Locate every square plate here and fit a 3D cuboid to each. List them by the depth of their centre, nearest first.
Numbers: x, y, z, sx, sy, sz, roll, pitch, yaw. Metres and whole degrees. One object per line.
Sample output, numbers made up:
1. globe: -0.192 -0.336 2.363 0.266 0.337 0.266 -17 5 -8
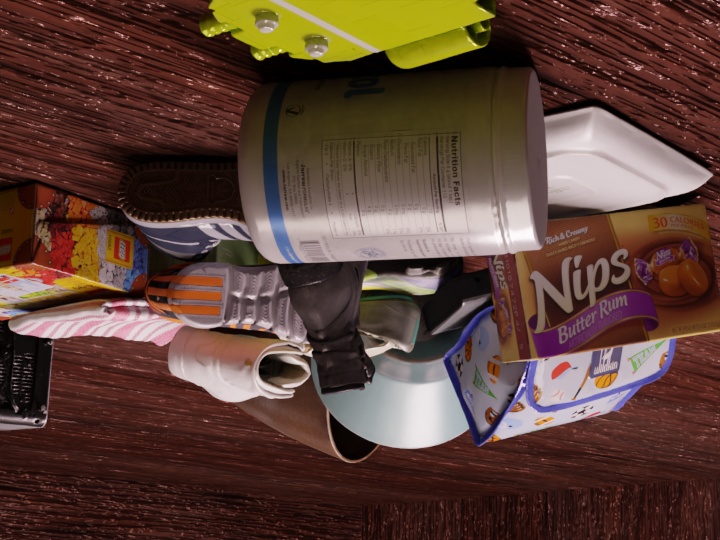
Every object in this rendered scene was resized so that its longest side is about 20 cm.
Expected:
1. square plate: 0.156 -0.077 1.202 0.200 0.028 0.198 -11 162 37

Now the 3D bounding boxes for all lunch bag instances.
1. lunch bag: 0.195 0.074 1.389 0.170 0.124 0.200 -12 154 -24

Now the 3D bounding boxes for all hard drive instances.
1. hard drive: 0.172 0.013 1.433 0.200 0.033 0.140 -14 168 -14

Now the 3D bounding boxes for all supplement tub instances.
1. supplement tub: 0.025 -0.073 1.024 0.200 0.132 0.132 -3 165 13

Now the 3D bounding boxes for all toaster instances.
1. toaster: -0.424 0.072 1.517 0.200 0.181 0.119 10 164 -33

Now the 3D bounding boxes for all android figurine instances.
1. android figurine: -0.006 -0.164 0.857 0.200 0.041 0.182 -12 161 36

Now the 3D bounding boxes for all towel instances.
1. towel: -0.224 0.051 1.446 0.146 0.030 0.200 -12 170 41

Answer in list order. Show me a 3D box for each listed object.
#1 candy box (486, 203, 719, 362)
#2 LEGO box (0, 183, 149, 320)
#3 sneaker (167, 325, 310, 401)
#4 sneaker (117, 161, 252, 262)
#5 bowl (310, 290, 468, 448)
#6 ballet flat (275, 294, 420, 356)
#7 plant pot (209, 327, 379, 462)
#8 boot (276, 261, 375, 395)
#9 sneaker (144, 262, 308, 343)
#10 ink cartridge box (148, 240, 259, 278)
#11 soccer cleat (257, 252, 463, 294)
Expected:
1. candy box: 0.212 0.010 1.271 0.200 0.117 0.056 -6 176 -24
2. LEGO box: -0.324 -0.013 1.384 0.200 0.077 0.149 -9 162 34
3. sneaker: -0.097 0.103 1.469 0.115 0.074 0.200 10 176 23
4. sneaker: -0.101 -0.047 1.254 0.200 0.070 0.109 5 163 1
5. bowl: 0.050 0.074 1.531 0.201 0.201 0.105 2 146 -3
6. ballet flat: -0.034 0.057 1.458 0.200 0.064 0.067 -1 169 31
7. plant pot: -0.077 0.110 1.705 0.200 0.187 0.187 10 171 28
8. boot: -0.018 0.029 1.292 0.070 0.132 0.200 -11 -166 20
9. sneaker: -0.107 0.020 1.362 0.200 0.078 0.112 10 178 -31
10. ink cartridge box: -0.197 0.001 1.495 0.200 0.048 0.146 -8 164 23
11. soccer cleat: 0.000 0.001 1.430 0.200 0.065 0.084 -1 155 1
